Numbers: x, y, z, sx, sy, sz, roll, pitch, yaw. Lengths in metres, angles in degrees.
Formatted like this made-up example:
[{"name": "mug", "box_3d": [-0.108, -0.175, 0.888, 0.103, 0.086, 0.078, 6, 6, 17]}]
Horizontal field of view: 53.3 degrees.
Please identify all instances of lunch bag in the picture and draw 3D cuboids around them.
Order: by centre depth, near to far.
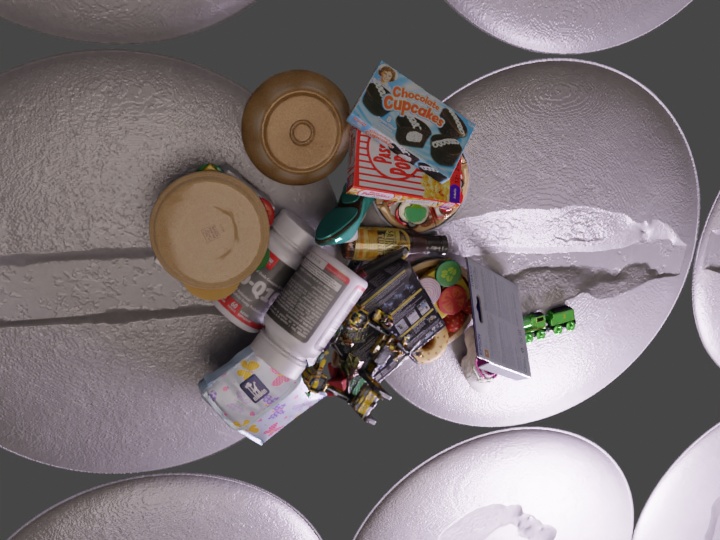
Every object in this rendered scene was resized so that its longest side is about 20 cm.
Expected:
[{"name": "lunch bag", "box_3d": [-0.180, 0.211, 1.312, 0.169, 0.127, 0.200, -36, 141, -1]}]

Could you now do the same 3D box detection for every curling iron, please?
[{"name": "curling iron", "box_3d": [0.000, 0.000, 1.319, 0.199, 0.026, 0.050, -20, 148, 22]}]

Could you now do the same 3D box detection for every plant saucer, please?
[{"name": "plant saucer", "box_3d": [-0.104, -0.240, 1.236, 0.198, 0.035, 0.202, -6, 113, -14]}]

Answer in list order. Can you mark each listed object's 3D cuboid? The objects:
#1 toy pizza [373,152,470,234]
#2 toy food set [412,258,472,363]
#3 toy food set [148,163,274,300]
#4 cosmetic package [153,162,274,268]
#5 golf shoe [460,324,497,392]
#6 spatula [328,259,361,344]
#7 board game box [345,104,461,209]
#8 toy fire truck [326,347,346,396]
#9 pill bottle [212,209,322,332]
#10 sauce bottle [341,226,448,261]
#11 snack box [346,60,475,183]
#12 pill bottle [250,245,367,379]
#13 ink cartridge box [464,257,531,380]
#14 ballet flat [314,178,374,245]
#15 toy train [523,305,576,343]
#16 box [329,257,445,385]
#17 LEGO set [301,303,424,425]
[{"name": "toy pizza", "box_3d": [0.116, -0.161, 1.334, 0.198, 0.032, 0.202, -6, 113, -14]}, {"name": "toy food set", "box_3d": [0.140, 0.072, 1.416, 0.199, 0.049, 0.198, -36, 116, 0]}, {"name": "toy food set", "box_3d": [-0.239, -0.064, 1.162, 0.198, 0.049, 0.200, -41, 105, 4]}, {"name": "cosmetic package", "box_3d": [-0.251, -0.071, 1.231, 0.107, 0.085, 0.200, 37, 96, -21]}, {"name": "golf shoe", "box_3d": [0.248, 0.198, 1.463, 0.075, 0.092, 0.201, -11, 133, 0]}, {"name": "spatula", "box_3d": [-0.049, 0.060, 1.378, 0.056, 0.021, 0.201, 26, 99, -5]}, {"name": "board game box", "box_3d": [0.078, -0.197, 1.251, 0.198, 0.046, 0.153, 6, 79, -17]}, {"name": "toy fire truck", "box_3d": [-0.035, 0.161, 1.364, 0.199, 0.048, 0.142, -19, 96, -52]}, {"name": "pill bottle", "box_3d": [-0.161, -0.001, 1.261, 0.114, 0.114, 0.200, 36, 98, -25]}, {"name": "sauce bottle", "box_3d": [0.064, -0.050, 1.338, 0.198, 0.066, 0.067, -1, 111, -11]}, {"name": "snack box", "box_3d": [0.088, -0.251, 1.219, 0.199, 0.037, 0.117, 31, 71, -10]}, {"name": "pill bottle", "box_3d": [-0.088, 0.070, 1.186, 0.114, 0.114, 0.201, 36, 89, -25]}, {"name": "ink cartridge box", "box_3d": [0.250, 0.096, 1.368, 0.043, 0.198, 0.199, -22, 149, 36]}, {"name": "ballet flat", "box_3d": [-0.018, -0.092, 1.250, 0.067, 0.201, 0.071, 0, 132, 27]}, {"name": "toy train", "box_3d": [0.364, 0.119, 1.516, 0.198, 0.042, 0.057, -14, 105, -11]}, {"name": "box", "box_3d": [0.041, 0.100, 1.315, 0.200, 0.049, 0.162, -39, 119, -10]}, {"name": "LEGO set", "box_3d": [0.003, 0.164, 1.223, 0.154, 0.116, 0.200, 41, 87, -27]}]
